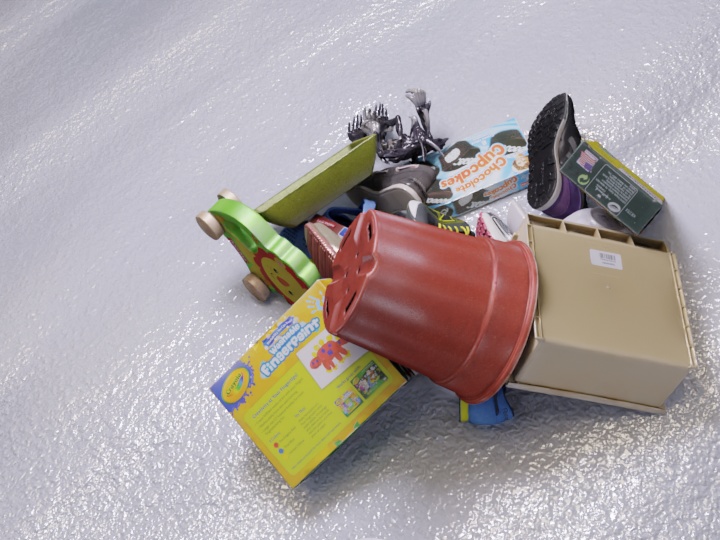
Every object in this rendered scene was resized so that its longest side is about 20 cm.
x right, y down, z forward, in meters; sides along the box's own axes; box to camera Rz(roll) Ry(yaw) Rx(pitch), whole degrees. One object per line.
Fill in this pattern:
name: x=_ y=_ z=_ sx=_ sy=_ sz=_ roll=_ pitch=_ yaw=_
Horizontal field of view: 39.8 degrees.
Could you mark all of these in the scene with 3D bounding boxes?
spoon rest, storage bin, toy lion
spoon rest: x=0.273 y=-0.048 z=1.299 sx=0.198 sy=0.061 sz=0.100 roll=6 pitch=37 yaw=-27
storage bin: x=0.276 y=0.046 z=1.183 sx=0.197 sy=0.094 sz=0.200 roll=10 pitch=50 yaw=-8
toy lion: x=-0.124 y=-0.015 z=1.412 sx=0.069 sy=0.201 sz=0.191 roll=-46 pitch=30 yaw=-19

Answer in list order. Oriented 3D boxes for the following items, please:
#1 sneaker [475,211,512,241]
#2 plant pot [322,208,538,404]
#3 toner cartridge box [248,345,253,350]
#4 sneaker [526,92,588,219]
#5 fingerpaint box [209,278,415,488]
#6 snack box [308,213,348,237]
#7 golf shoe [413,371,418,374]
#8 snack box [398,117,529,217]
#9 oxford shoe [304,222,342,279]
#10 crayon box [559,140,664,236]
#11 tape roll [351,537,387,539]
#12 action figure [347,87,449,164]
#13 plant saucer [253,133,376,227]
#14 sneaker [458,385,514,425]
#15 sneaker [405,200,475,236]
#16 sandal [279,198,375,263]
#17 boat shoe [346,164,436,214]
sneaker: x=0.221 y=-0.007 z=1.332 sx=0.074 sy=0.081 sz=0.201 roll=-25 pitch=53 yaw=-17
plant pot: x=0.071 y=0.030 z=1.153 sx=0.193 sy=0.201 sz=0.203 roll=19 pitch=49 yaw=-17
toner cartridge box: x=-0.047 y=0.085 z=1.357 sx=0.199 sy=0.095 sz=0.043 roll=-37 pitch=47 yaw=-7
sneaker: x=0.290 y=-0.155 z=1.416 sx=0.076 sy=0.087 sz=0.202 roll=-30 pitch=42 yaw=51
fingerpaint box: x=-0.060 y=0.138 z=1.245 sx=0.200 sy=0.073 sz=0.167 roll=-45 pitch=81 yaw=10
snack box: x=0.012 y=-0.011 z=1.397 sx=0.198 sy=0.072 sz=0.024 roll=26 pitch=53 yaw=24
golf shoe: x=0.012 y=0.124 z=1.301 sx=0.199 sy=0.092 sz=0.075 roll=-38 pitch=49 yaw=-7
snack box: x=0.161 y=-0.146 z=1.492 sx=0.198 sy=0.037 sz=0.117 roll=-22 pitch=47 yaw=5
oxford shoe: x=0.000 y=0.000 z=1.304 sx=0.073 sy=0.071 sz=0.200 roll=-31 pitch=60 yaw=-23
crayon box: x=0.331 y=-0.110 z=1.288 sx=0.127 sy=0.200 sz=0.051 roll=42 pitch=108 yaw=10
tape roll: x=0.006 y=0.402 z=1.091 sx=0.198 sy=0.066 sz=0.202 roll=-13 pitch=48 yaw=14
action figure: x=0.053 y=-0.218 z=1.523 sx=0.118 sy=0.103 sz=0.199 roll=-23 pitch=23 yaw=-23
plant saucer: x=-0.063 y=-0.122 z=1.472 sx=0.199 sy=0.048 sz=0.200 roll=-35 pitch=9 yaw=-7
sneaker: x=0.165 y=0.107 z=1.270 sx=0.077 sy=0.066 sz=0.202 roll=-1 pitch=52 yaw=8
sneaker: x=0.110 y=-0.051 z=1.346 sx=0.083 sy=0.200 sz=0.076 roll=6 pitch=91 yaw=15
sandal: x=-0.035 y=-0.064 z=1.482 sx=0.197 sy=0.087 sz=0.080 roll=-8 pitch=52 yaw=21
boat shoe: x=0.048 y=-0.120 z=1.472 sx=0.057 sy=0.067 sz=0.199 roll=-48 pitch=22 yaw=-18
